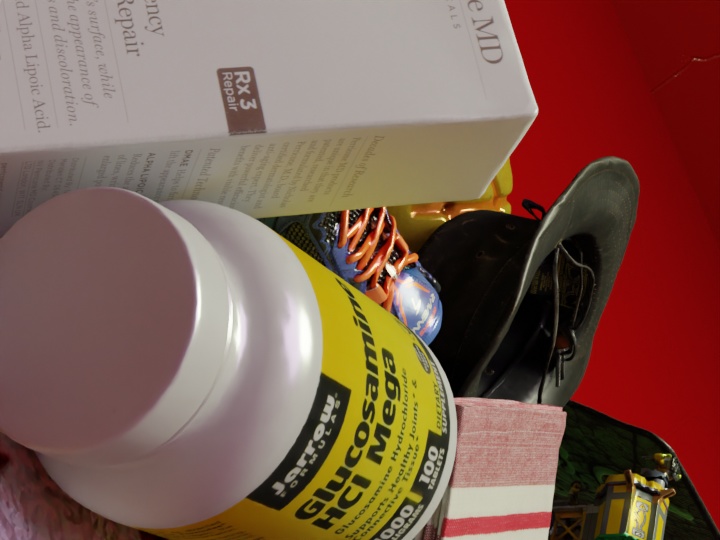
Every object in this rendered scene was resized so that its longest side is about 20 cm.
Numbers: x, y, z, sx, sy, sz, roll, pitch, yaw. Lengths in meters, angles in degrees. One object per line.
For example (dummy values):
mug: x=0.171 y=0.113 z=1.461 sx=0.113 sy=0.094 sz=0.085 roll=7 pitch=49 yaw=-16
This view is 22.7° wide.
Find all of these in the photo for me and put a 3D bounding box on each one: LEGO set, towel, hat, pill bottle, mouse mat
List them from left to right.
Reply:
pill bottle: x=-0.048 y=0.042 z=0.633 sx=0.200 sy=0.112 sz=0.113 roll=35 pitch=37 yaw=-62
towel: x=0.048 y=0.156 z=0.795 sx=0.144 sy=0.023 sz=0.201 roll=13 pitch=85 yaw=-64
hat: x=0.063 y=0.021 z=0.892 sx=0.201 sy=0.081 sz=0.201 roll=-51 pitch=155 yaw=-34
mouse mat: x=0.132 y=0.118 z=1.064 sx=0.200 sy=0.008 sz=0.161 roll=21 pitch=-27 yaw=47
LEGO set: x=0.135 y=0.151 z=1.008 sx=0.200 sy=0.153 sz=0.116 roll=51 pitch=40 yaw=-34

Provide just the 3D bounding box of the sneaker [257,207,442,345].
sneaker: x=0.000 y=0.000 z=0.764 sx=0.075 sy=0.078 sz=0.200 roll=-57 pitch=158 yaw=-29

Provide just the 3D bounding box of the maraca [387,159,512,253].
maraca: x=0.033 y=-0.060 z=0.978 sx=0.137 sy=0.107 sz=0.201 roll=51 pitch=50 yaw=-59

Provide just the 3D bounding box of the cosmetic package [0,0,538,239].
cosmetic package: x=-0.048 y=-0.075 z=0.639 sx=0.074 sy=0.199 sz=0.102 roll=121 pitch=-42 yaw=-61
